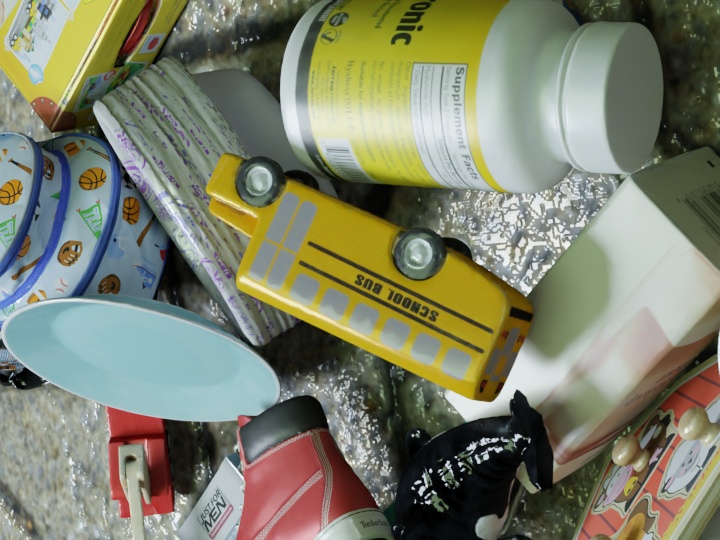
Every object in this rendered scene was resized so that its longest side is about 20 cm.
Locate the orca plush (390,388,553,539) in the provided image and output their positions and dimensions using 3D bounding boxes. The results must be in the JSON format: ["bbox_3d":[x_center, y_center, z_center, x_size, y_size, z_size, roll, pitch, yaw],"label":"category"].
[{"bbox_3d":[0.056,0.148,0.979,0.105,0.071,0.200,55,151,-1],"label":"orca plush"}]

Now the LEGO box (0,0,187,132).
[{"bbox_3d":[-0.207,-0.228,1.203,0.149,0.077,0.200,51,128,17],"label":"LEGO box"}]

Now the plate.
[{"bbox_3d":[-0.151,0.057,1.133,0.200,0.200,0.026,-16,53,41],"label":"plate"}]

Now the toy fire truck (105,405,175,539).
[{"bbox_3d":[-0.173,0.158,1.249,0.049,0.141,0.200,-6,101,-4],"label":"toy fire truck"}]

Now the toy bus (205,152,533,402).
[{"bbox_3d":[0.000,0.000,0.940,0.200,0.065,0.078,25,94,20],"label":"toy bus"}]

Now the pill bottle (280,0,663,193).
[{"bbox_3d":[0.064,-0.100,0.919,0.200,0.111,0.111,6,107,31],"label":"pill bottle"}]

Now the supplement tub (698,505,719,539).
[{"bbox_3d":[0.209,0.224,0.943,0.140,0.140,0.200,42,125,24],"label":"supplement tub"}]

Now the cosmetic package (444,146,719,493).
[{"bbox_3d":[0.154,0.031,0.961,0.087,0.103,0.200,49,129,16],"label":"cosmetic package"}]

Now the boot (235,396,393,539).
[{"bbox_3d":[-0.072,0.186,1.140,0.200,0.072,0.144,-49,55,27],"label":"boot"}]

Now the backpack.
[{"bbox_3d":[-0.238,-0.021,1.218,0.190,0.154,0.200,-5,69,29],"label":"backpack"}]

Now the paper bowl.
[{"bbox_3d":[-0.086,-0.055,1.099,0.201,0.104,0.201,54,171,12],"label":"paper bowl"}]

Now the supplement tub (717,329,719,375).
[{"bbox_3d":[0.275,0.023,0.790,0.145,0.200,0.146,12,110,37],"label":"supplement tub"}]

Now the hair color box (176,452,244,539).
[{"bbox_3d":[-0.041,0.233,1.209,0.200,0.061,0.099,47,126,19],"label":"hair color box"}]

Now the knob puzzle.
[{"bbox_3d":[0.160,0.124,0.938,0.030,0.220,0.220,31,125,-4],"label":"knob puzzle"}]

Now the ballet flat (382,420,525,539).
[{"bbox_3d":[0.065,0.162,1.107,0.072,0.068,0.200,38,122,1],"label":"ballet flat"}]

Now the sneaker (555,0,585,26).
[{"bbox_3d":[0.059,-0.167,0.992,0.200,0.088,0.075,50,126,16],"label":"sneaker"}]
